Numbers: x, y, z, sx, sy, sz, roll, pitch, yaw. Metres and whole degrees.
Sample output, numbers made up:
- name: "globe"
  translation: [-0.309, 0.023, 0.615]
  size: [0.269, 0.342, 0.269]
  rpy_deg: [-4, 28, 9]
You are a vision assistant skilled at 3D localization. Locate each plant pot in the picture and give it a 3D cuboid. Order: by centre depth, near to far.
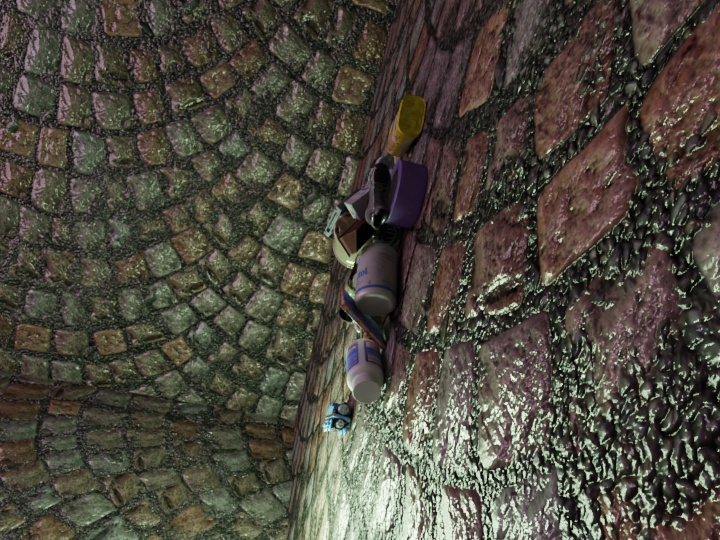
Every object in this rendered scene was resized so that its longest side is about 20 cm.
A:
- name: "plant pot"
  translation: [-0.020, -0.124, 1.884]
  size: [0.184, 0.199, 0.202]
  rpy_deg: [61, -142, -74]

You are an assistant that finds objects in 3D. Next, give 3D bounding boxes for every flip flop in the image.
- name: "flip flop"
  translation: [0.030, 0.223, 1.692]
  size: [0.057, 0.081, 0.201]
  rpy_deg: [21, 97, 57]

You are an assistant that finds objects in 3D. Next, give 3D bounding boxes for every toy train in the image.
- name: "toy train"
  translation: [-0.086, 0.556, 1.929]
  size: [0.200, 0.086, 0.115]
  rpy_deg: [123, 164, -67]

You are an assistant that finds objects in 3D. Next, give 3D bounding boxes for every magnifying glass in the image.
- name: "magnifying glass"
  translation: [0.073, -0.069, 1.738]
  size: [0.022, 0.079, 0.201]
  rpy_deg: [29, -101, -52]

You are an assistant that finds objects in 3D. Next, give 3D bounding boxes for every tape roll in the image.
- name: "tape roll"
  translation: [0.135, -0.237, 1.588]
  size: [0.200, 0.084, 0.201]
  rpy_deg: [-168, 90, -81]

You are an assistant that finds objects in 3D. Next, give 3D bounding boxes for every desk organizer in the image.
- name: "desk organizer"
  translation: [0.011, -0.127, 1.676]
  size: [0.077, 0.072, 0.200]
  rpy_deg: [-25, 14, 33]

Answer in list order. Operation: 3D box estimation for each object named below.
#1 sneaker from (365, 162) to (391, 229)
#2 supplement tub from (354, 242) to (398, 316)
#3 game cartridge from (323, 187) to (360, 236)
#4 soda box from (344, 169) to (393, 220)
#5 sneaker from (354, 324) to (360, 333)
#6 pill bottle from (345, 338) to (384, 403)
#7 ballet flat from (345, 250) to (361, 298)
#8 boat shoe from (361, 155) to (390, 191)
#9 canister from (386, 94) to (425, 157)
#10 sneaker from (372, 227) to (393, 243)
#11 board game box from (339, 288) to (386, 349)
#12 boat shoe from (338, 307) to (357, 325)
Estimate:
- name: "sneaker"
  translation: [0.063, -0.219, 1.560]
  size: [0.116, 0.075, 0.201]
  rpy_deg: [-108, 21, -64]
- name: "supplement tub"
  translation: [0.052, 0.028, 1.604]
  size: [0.132, 0.131, 0.201]
  rpy_deg: [113, 166, -50]
- name: "game cartridge"
  translation: [-0.065, -0.215, 1.920]
  size: [0.130, 0.038, 0.200]
  rpy_deg: [-41, -7, -30]
- name: "soda box"
  translation: [0.048, -0.253, 1.701]
  size: [0.200, 0.068, 0.063]
  rpy_deg: [-39, 26, -12]
- name: "sneaker"
  translation: [0.027, 0.130, 1.886]
  size: [0.087, 0.074, 0.201]
  rpy_deg: [-36, 48, 53]
- name: "pill bottle"
  translation: [0.013, 0.303, 1.539]
  size: [0.200, 0.111, 0.113]
  rpy_deg: [-95, 20, -64]
- name: "ballet flat"
  translation: [0.000, 0.000, 1.732]
  size: [0.071, 0.070, 0.201]
  rpy_deg: [119, 173, -62]
- name: "boat shoe"
  translation: [0.043, -0.297, 1.756]
  size: [0.057, 0.068, 0.201]
  rpy_deg: [31, 97, 59]
- name: "canister"
  translation: [0.157, -0.505, 1.814]
  size: [0.200, 0.086, 0.149]
  rpy_deg: [133, 148, -76]
- name: "sneaker"
  translation: [0.068, -0.076, 1.836]
  size: [0.116, 0.075, 0.201]
  rpy_deg: [112, 166, -62]
- name: "board game box"
  translation: [0.007, 0.151, 1.587]
  size: [0.019, 0.200, 0.103]
  rpy_deg: [-38, 20, 11]
- name: "boat shoe"
  translation: [-0.003, 0.161, 1.803]
  size: [0.201, 0.063, 0.074]
  rpy_deg: [2, 78, 54]
